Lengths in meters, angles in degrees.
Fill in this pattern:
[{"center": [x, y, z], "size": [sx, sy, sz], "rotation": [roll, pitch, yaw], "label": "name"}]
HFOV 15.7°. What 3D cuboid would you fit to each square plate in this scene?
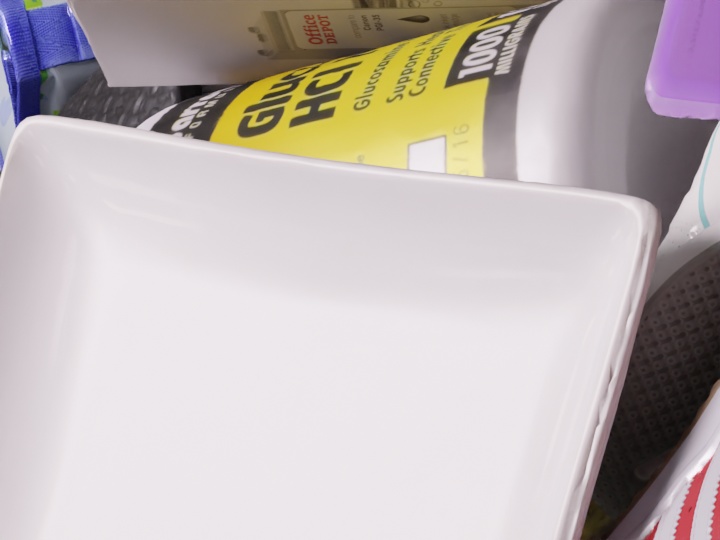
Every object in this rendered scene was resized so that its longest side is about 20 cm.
[{"center": [-0.031, 0.070, 0.605], "size": [0.199, 0.028, 0.200], "rotation": [10, 83, 39], "label": "square plate"}]

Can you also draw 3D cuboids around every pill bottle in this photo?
[{"center": [0.000, 0.000, 0.694], "size": [0.199, 0.112, 0.113], "rotation": [-12, 52, 32], "label": "pill bottle"}]

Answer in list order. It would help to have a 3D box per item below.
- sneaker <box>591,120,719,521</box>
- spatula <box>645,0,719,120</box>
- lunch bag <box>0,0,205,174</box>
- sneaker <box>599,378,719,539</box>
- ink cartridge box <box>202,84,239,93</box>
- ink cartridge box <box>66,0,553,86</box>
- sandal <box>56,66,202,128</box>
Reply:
[{"center": [0.114, -0.026, 0.583], "size": [0.201, 0.070, 0.080], "rotation": [-61, 8, 17], "label": "sneaker"}, {"center": [0.125, -0.047, 0.486], "size": [0.199, 0.020, 0.057], "rotation": [14, 92, 48], "label": "spatula"}, {"center": [-0.052, -0.080, 0.952], "size": [0.200, 0.169, 0.128], "rotation": [146, 111, -78], "label": "lunch bag"}, {"center": [0.089, 0.078, 0.512], "size": [0.113, 0.071, 0.201], "rotation": [-99, 32, -69], "label": "sneaker"}, {"center": [0.040, -0.135, 0.824], "size": [0.084, 0.145, 0.201], "rotation": [136, 150, -67], "label": "ink cartridge box"}, {"center": [0.022, -0.133, 0.710], "size": [0.083, 0.198, 0.148], "rotation": [74, -164, -69], "label": "ink cartridge box"}, {"center": [-0.086, -0.014, 0.852], "size": [0.200, 0.048, 0.076], "rotation": [-41, 38, 54], "label": "sandal"}]
